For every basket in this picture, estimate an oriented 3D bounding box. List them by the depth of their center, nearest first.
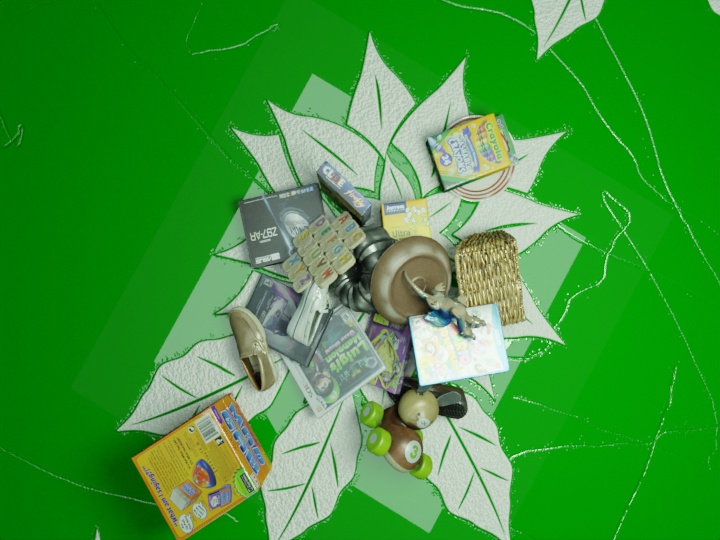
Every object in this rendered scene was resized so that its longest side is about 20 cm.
[{"bbox_3d":[0.274,0.020,1.409,0.145,0.143,0.205,-12,106,-2],"label":"basket"}]

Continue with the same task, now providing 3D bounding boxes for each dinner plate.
[{"bbox_3d":[0.275,-0.265,1.486,0.194,0.024,0.206,0,87,0],"label":"dinner plate"}]

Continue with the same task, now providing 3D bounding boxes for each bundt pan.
[{"bbox_3d":[0.000,0.000,1.394,0.199,0.075,0.208,5,97,45],"label":"bundt pan"}]

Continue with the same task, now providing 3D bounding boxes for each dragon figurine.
[{"bbox_3d":[0.168,0.078,1.290,0.196,0.100,0.060,23,63,11],"label":"dragon figurine"}]

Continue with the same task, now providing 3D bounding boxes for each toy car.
[{"bbox_3d":[0.125,0.322,1.361,0.163,0.159,0.200,35,108,-27],"label":"toy car"}]

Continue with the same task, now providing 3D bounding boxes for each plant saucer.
[{"bbox_3d":[0.118,0.029,1.335,0.195,0.037,0.206,-8,111,-21],"label":"plant saucer"}]

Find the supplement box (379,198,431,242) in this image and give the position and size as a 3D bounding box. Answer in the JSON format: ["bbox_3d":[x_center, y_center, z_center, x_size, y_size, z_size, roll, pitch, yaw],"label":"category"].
[{"bbox_3d":[0.108,-0.052,1.436,0.106,0.110,0.206,-7,87,0],"label":"supplement box"}]

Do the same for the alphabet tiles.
[{"bbox_3d":[-0.084,-0.045,1.371,0.194,0.201,0.015,-38,130,2],"label":"alphabet tiles"}]

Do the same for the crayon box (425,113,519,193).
[{"bbox_3d":[0.264,-0.278,1.451,0.196,0.052,0.129,-20,87,0],"label":"crayon box"}]

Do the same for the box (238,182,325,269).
[{"bbox_3d":[-0.176,-0.104,1.475,0.195,0.044,0.165,-12,87,0],"label":"box"}]

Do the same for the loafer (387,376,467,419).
[{"bbox_3d":[0.155,0.287,1.452,0.195,0.071,0.075,16,123,10],"label":"loafer"}]

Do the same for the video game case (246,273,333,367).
[{"bbox_3d":[-0.177,0.115,1.460,0.197,0.019,0.146,26,88,15],"label":"video game case"}]

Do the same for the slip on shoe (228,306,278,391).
[{"bbox_3d":[-0.254,0.182,1.436,0.075,0.060,0.205,-15,101,27],"label":"slip on shoe"}]

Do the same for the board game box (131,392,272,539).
[{"bbox_3d":[-0.339,0.424,1.378,0.197,0.200,0.203,-31,88,-1],"label":"board game box"}]

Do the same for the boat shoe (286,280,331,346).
[{"bbox_3d":[-0.095,0.072,1.398,0.066,0.073,0.204,30,107,21],"label":"boat shoe"}]

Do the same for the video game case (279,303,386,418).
[{"bbox_3d":[-0.066,0.206,1.441,0.198,0.023,0.184,-36,75,6],"label":"video game case"}]

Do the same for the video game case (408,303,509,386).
[{"bbox_3d":[0.208,0.156,1.321,0.194,0.018,0.147,-8,79,-5],"label":"video game case"}]

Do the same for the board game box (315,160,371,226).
[{"bbox_3d":[-0.035,-0.166,1.398,0.135,0.200,0.035,43,88,2],"label":"board game box"}]

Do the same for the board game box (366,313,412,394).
[{"bbox_3d":[0.064,0.168,1.441,0.118,0.032,0.205,15,88,39],"label":"board game box"}]
